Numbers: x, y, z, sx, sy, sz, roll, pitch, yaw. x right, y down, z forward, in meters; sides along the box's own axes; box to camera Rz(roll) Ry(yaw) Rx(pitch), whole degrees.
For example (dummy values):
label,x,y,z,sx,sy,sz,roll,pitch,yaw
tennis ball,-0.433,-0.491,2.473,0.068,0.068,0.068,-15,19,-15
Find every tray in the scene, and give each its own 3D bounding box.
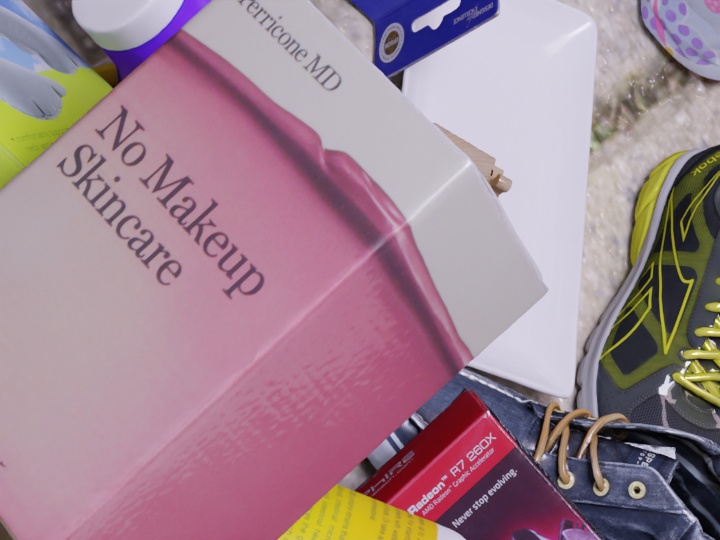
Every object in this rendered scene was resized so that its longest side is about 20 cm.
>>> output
label,x,y,z,sx,sy,sz,roll,pitch,yaw
tray,0.057,-0.044,1.317,0.107,0.022,0.201,19,63,-26

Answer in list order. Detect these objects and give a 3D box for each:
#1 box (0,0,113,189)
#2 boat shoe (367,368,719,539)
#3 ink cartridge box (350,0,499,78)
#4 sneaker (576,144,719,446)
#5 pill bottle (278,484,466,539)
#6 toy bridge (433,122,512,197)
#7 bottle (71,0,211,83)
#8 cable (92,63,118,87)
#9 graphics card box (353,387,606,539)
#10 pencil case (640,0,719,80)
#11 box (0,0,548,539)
label,x,y,z,sx,sy,sz,roll,pitch,yaw
box,-0.170,-0.085,1.095,0.200,0.048,0.122,43,21,12
boat shoe,0.093,0.084,1.239,0.200,0.091,0.071,35,48,-12
ink cartridge box,0.025,-0.194,1.306,0.037,0.094,0.201,14,65,-34
sneaker,0.158,0.019,1.321,0.074,0.085,0.201,25,60,-23
pill bottle,-0.023,0.133,1.100,0.199,0.104,0.105,21,60,-3
toy bridge,0.000,0.000,1.150,0.067,0.200,0.027,29,56,-23
bottle,-0.044,-0.063,1.174,0.200,0.083,0.066,45,40,-46
cable,-0.079,-0.074,1.217,0.097,0.050,0.200,52,53,-4
graphics card box,0.067,0.165,1.190,0.125,0.051,0.200,-41,100,-1
pencil case,0.214,-0.168,1.361,0.090,0.200,0.084,-21,77,-34
box,-0.055,0.013,1.002,0.200,0.109,0.128,-43,60,-4
